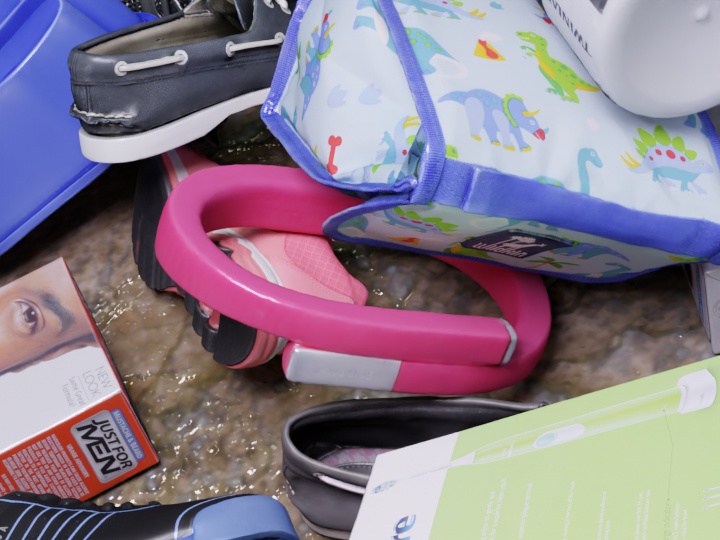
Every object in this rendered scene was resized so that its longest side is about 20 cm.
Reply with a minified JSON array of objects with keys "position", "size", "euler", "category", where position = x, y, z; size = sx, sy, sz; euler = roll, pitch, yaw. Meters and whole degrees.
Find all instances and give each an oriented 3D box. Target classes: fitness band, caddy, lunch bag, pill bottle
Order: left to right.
[{"position":[-0.195,-0.085,1.002],"size":[0.199,0.105,0.142],"euler":[-37,36,13],"category":"caddy"},{"position":[0.000,0.000,0.841],"size":[0.198,0.038,0.144],"euler":[7,32,-25],"category":"fitness band"},{"position":[0.065,-0.064,0.829],"size":[0.169,0.128,0.200],"euler":[9,20,-25],"category":"lunch bag"},{"position":[0.112,-0.168,0.807],"size":[0.106,0.107,0.201],"euler":[-24,47,-4],"category":"pill bottle"}]

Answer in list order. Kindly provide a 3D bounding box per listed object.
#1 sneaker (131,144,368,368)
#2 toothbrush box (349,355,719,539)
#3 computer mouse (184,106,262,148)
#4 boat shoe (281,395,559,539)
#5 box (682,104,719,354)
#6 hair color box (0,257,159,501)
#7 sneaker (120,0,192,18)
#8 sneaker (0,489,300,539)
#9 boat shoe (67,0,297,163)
[{"position":[-0.062,-0.012,0.940],"size":[0.086,0.074,0.200],"euler":[-4,32,-27],"category":"sneaker"},{"position":[0.095,0.119,0.683],"size":[0.199,0.087,0.146],"euler":[-18,25,22],"category":"toothbrush box"},{"position":[-0.021,-0.106,1.012],"size":[0.198,0.046,0.141],"euler":[-15,25,-12],"category":"computer mouse"},{"position":[0.058,0.089,0.800],"size":[0.198,0.057,0.067],"euler":[-3,48,16],"category":"boat shoe"},{"position":[0.203,-0.064,0.887],"size":[0.116,0.060,0.201],"euler":[-13,46,6],"category":"box"},{"position":[-0.214,0.088,0.890],"size":[0.199,0.064,0.111],"euler":[-27,45,-8],"category":"hair color box"},{"position":[-0.073,-0.176,1.047],"size":[0.198,0.081,0.086],"euler":[-16,14,6],"category":"sneaker"},{"position":[-0.127,0.129,0.794],"size":[0.198,0.070,0.078],"euler":[-19,52,2],"category":"sneaker"},{"position":[-0.067,-0.120,0.931],"size":[0.075,0.061,0.200],"euler":[15,36,39],"category":"boat shoe"}]
